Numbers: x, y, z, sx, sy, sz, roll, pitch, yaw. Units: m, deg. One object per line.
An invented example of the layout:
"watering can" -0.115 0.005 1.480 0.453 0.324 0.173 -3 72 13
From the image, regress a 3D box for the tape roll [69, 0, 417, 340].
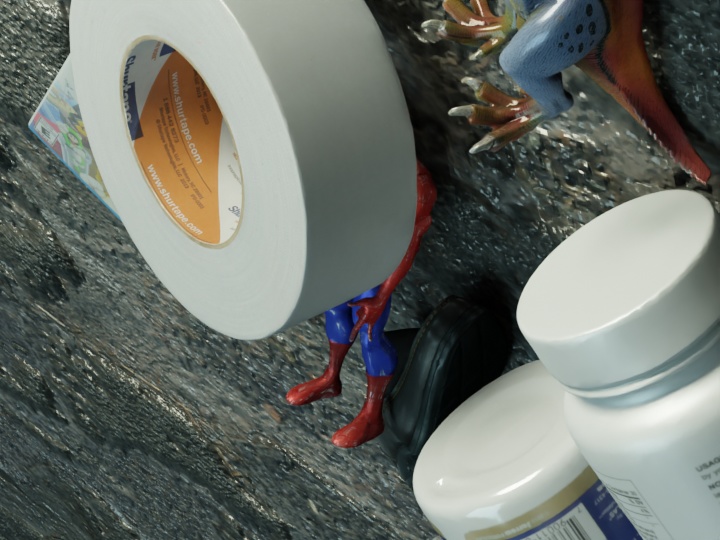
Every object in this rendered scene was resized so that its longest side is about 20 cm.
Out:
"tape roll" -0.059 -0.070 0.881 0.200 0.066 0.200 37 139 41

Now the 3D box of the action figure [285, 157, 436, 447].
"action figure" 0.000 0.000 0.950 0.065 0.052 0.200 44 134 38

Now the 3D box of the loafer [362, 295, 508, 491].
"loafer" 0.032 0.063 1.037 0.072 0.073 0.200 41 155 16

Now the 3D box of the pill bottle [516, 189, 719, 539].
"pill bottle" 0.159 0.071 0.800 0.200 0.113 0.113 53 154 -22

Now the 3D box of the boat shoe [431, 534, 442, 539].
"boat shoe" 0.088 0.199 1.141 0.068 0.072 0.200 56 -169 27

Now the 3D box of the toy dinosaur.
"toy dinosaur" 0.076 -0.134 0.687 0.200 0.105 0.182 10 146 -16

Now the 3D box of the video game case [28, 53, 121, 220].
"video game case" -0.128 -0.072 1.120 0.143 0.018 0.200 46 155 -5

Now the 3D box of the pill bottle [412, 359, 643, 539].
"pill bottle" 0.122 0.149 0.904 0.111 0.111 0.200 0 130 57
